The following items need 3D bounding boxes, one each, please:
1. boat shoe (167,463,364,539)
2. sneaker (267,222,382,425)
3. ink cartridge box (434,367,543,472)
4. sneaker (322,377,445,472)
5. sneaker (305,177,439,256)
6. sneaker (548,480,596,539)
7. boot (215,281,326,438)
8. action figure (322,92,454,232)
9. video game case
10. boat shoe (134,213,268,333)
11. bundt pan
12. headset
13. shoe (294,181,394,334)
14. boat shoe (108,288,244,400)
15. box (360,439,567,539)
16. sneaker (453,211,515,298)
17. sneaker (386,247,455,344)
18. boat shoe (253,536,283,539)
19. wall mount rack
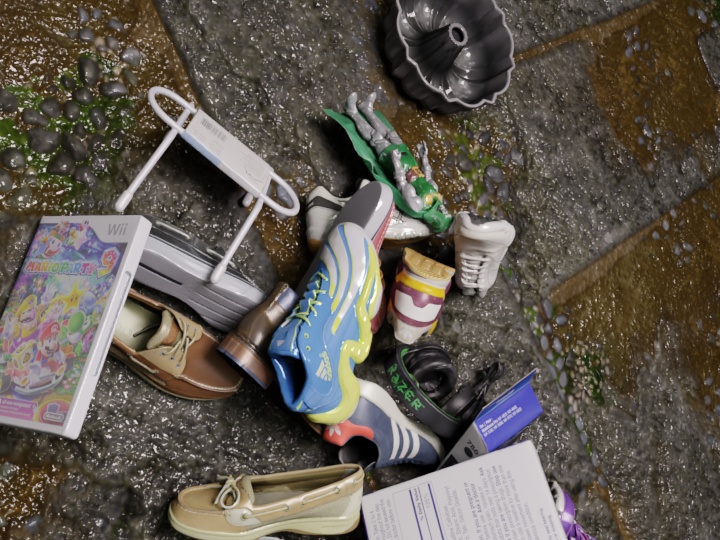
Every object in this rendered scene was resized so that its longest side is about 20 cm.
[{"bbox_3d":[-0.093,0.227,0.778,0.195,0.073,0.065,4,106,-12],"label":"boat shoe"},{"bbox_3d":[-0.035,0.048,0.752,0.104,0.074,0.206,14,77,-55],"label":"sneaker"},{"bbox_3d":[0.142,0.197,0.877,0.098,0.202,0.039,-27,63,-33],"label":"ink cartridge box"},{"bbox_3d":[0.023,0.195,0.860,0.200,0.074,0.086,44,66,-39],"label":"sneaker"},{"bbox_3d":[0.023,-0.073,0.942,0.196,0.075,0.090,-7,81,-32],"label":"sneaker"},{"bbox_3d":[0.250,0.318,0.921,0.082,0.082,0.202,-64,152,-28],"label":"sneaker"},{"bbox_3d":[-0.058,0.104,0.821,0.098,0.074,0.201,-54,131,-16],"label":"boot"},{"bbox_3d":[0.049,-0.129,0.936,0.117,0.055,0.202,-18,68,-50],"label":"action figure"},{"bbox_3d":[-0.277,0.043,0.706,0.018,0.140,0.205,43,55,-52],"label":"video game case"},{"bbox_3d":[-0.160,0.002,0.817,0.199,0.071,0.072,35,40,-30],"label":"boat shoe"},{"bbox_3d":[0.112,-0.306,1.051,0.198,0.075,0.207,8,75,-29],"label":"bundt pan"},{"bbox_3d":[0.109,0.136,0.916,0.199,0.094,0.124,21,26,-55],"label":"headset"},{"bbox_3d":[0.000,0.000,0.866,0.090,0.072,0.202,23,111,-27],"label":"shoe"},{"bbox_3d":[-0.203,0.072,0.773,0.197,0.073,0.077,28,66,-22],"label":"boat shoe"},{"bbox_3d":[0.118,0.306,0.791,0.196,0.105,0.187,-19,56,7],"label":"box"},{"bbox_3d":[0.147,-0.017,0.950,0.073,0.200,0.083,15,81,15],"label":"sneaker"},{"bbox_3d":[0.064,0.030,0.907,0.074,0.200,0.092,23,97,8],"label":"sneaker"},{"bbox_3d":[-0.061,0.320,0.797,0.197,0.071,0.072,24,67,-24],"label":"boat shoe"},{"bbox_3d":[-0.161,-0.090,0.802,0.199,0.075,0.175,38,27,-18],"label":"wall mount rack"}]
